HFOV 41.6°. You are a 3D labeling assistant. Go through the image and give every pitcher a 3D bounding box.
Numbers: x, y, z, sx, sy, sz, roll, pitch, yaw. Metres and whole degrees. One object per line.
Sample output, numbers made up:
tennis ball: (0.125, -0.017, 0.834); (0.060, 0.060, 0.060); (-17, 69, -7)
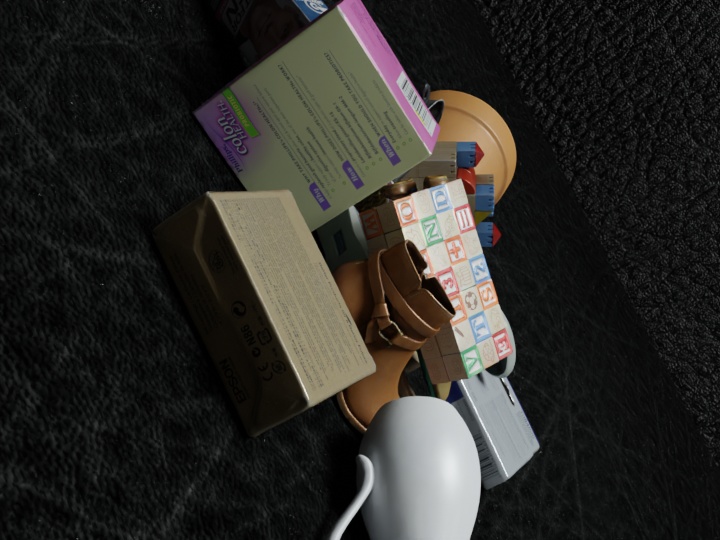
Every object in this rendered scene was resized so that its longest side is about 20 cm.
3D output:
pitcher: (0.036, 0.218, 0.874); (0.170, 0.121, 0.204); (25, 50, -32)

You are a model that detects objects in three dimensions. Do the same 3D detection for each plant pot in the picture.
plant pot: (0.119, -0.142, 1.395); (0.201, 0.198, 0.141); (53, 39, -18)

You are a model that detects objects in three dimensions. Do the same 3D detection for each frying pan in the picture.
frying pan: (0.056, -0.161, 1.124); (0.031, 0.116, 0.190); (33, 8, 12)

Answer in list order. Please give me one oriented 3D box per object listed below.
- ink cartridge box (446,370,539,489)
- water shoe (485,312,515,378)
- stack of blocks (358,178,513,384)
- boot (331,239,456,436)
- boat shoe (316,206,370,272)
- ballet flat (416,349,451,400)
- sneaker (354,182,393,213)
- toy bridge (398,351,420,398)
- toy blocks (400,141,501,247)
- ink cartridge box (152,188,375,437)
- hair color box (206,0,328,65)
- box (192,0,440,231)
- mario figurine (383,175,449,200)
ink cartridge box: (0.166, 0.178, 1.288); (0.203, 0.040, 0.199); (65, 21, 10)
water shoe: (0.138, 0.055, 1.245); (0.078, 0.071, 0.204); (-24, 96, -40)
stack of blocks: (0.084, 0.015, 1.027); (0.114, 0.058, 0.204); (-21, 94, -42)
boot: (0.036, 0.079, 0.964); (0.202, 0.153, 0.074); (55, 23, -13)
boat shoe: (-0.001, 0.000, 1.092); (0.071, 0.069, 0.203); (35, 31, -41)
ballet flat: (0.080, 0.054, 1.088); (0.069, 0.062, 0.204); (-112, -178, -79)
sneaker: (0.026, -0.093, 1.261); (0.090, 0.074, 0.203); (41, 31, -40)
toy bridge: (0.048, 0.099, 1.138); (0.067, 0.027, 0.203); (38, 31, -45)
toy blocks: (0.124, -0.095, 1.283); (0.101, 0.133, 0.203); (-78, 166, -53)
ink cartridge box: (-0.082, 0.031, 0.867); (0.203, 0.074, 0.164); (63, 20, 6)
hair color box: (-0.095, -0.289, 1.112); (0.060, 0.101, 0.201); (-6, 51, -48)
box: (-0.044, -0.160, 1.014); (0.177, 0.198, 0.097); (54, 22, -14)
mario figurine: (0.082, -0.009, 1.141); (0.104, 0.122, 0.205); (-15, 98, -33)
